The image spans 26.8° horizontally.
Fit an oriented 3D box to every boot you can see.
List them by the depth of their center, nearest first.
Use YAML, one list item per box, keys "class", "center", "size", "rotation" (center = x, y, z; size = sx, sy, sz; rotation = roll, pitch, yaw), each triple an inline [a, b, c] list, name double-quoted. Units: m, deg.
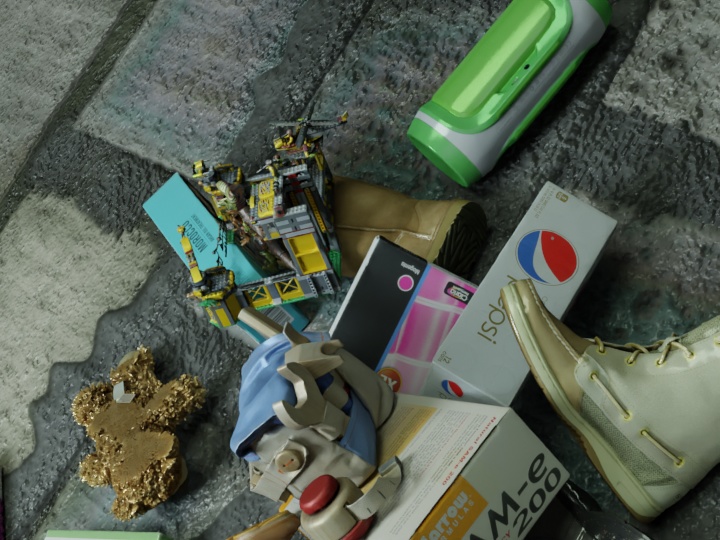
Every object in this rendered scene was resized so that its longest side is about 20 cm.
- class: "boot"
  center: [0.204, 0.059, 1.058]
  size: [0.154, 0.201, 0.072]
  rotation: [-34, 8, 11]
- class: "boot"
  center: [0.127, 0.215, 1.085]
  size: [0.132, 0.070, 0.200]
  rotation: [-57, 39, 0]
- class: "boot"
  center: [0.000, 0.000, 1.334]
  size: [0.199, 0.066, 0.176]
  rotation: [10, 60, 42]

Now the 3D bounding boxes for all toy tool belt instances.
- class: "toy tool belt"
  center: [-0.049, 0.105, 1.079]
  size: [0.125, 0.123, 0.200]
  rotation: [-38, 19, 13]

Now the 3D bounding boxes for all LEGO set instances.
- class: "LEGO set"
  center: [-0.089, -0.060, 1.299]
  size: [0.152, 0.116, 0.201]
  rotation: [-7, 45, 17]

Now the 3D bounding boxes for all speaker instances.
- class: "speaker"
  center: [0.132, -0.172, 1.331]
  size: [0.200, 0.088, 0.088]
  rotation: [-50, 44, -2]

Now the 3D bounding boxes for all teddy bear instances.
- class: "teddy bear"
  center: [-0.204, 0.150, 1.392]
  size: [0.145, 0.067, 0.199]
  rotation: [-48, 37, -13]

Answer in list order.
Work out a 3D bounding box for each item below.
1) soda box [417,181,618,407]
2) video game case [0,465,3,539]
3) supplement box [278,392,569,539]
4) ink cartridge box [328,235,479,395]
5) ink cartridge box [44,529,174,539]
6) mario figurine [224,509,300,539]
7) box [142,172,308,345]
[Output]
- class: "soda box"
  center: [0.122, 0.029, 1.160]
  size: [0.068, 0.064, 0.201]
  rotation: [30, 58, 8]
- class: "video game case"
  center: [-0.431, 0.300, 1.472]
  size: [0.199, 0.036, 0.182]
  rotation: [-31, 47, 17]
- class: "supplement box"
  center: [0.041, 0.160, 1.086]
  size: [0.126, 0.074, 0.200]
  rotation: [-49, 20, -18]
- class: "ink cartridge box"
  center: [0.011, 0.082, 1.213]
  size: [0.201, 0.094, 0.037]
  rotation: [-64, 4, 6]
- class: "ink cartridge box"
  center: [-0.238, 0.324, 1.300]
  size: [0.145, 0.048, 0.202]
  rotation: [-5, 60, 35]
- class: "mario figurine"
  center: [-0.027, 0.275, 1.115]
  size: [0.105, 0.123, 0.201]
  rotation: [-25, 85, 3]
- class: "box"
  center: [-0.128, -0.008, 1.419]
  size: [0.049, 0.082, 0.200]
  rotation: [-43, 45, 1]
